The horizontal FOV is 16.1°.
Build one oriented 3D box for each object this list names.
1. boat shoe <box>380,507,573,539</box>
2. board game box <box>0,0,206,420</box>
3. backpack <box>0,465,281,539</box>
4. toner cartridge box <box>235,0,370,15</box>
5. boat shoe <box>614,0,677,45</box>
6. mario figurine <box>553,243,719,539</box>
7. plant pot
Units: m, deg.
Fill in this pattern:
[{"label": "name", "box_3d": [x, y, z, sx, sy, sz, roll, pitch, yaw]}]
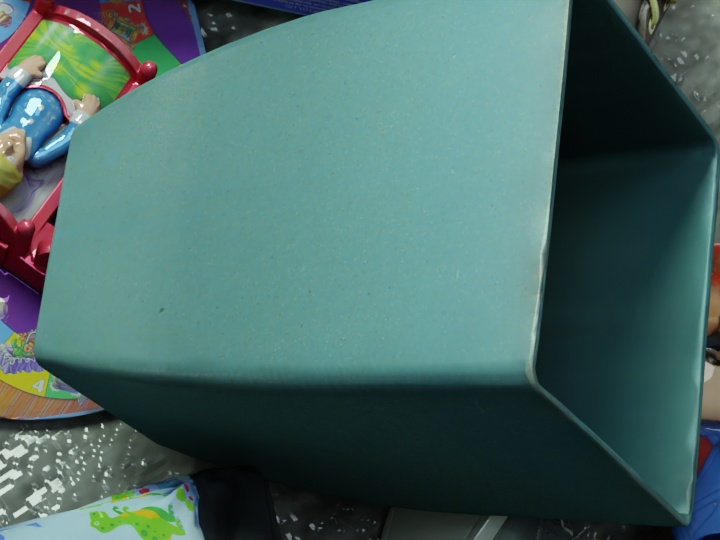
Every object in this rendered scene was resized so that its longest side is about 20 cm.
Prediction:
[{"label": "boat shoe", "box_3d": [0.046, 0.120, 0.915, 0.062, 0.073, 0.201, 36, 52, -24]}, {"label": "board game box", "box_3d": [-0.120, -0.047, 0.943, 0.157, 0.039, 0.201, -8, 72, -19]}, {"label": "backpack", "box_3d": [-0.112, 0.151, 0.824, 0.198, 0.154, 0.164, -11, 71, -6]}, {"label": "toner cartridge box", "box_3d": [-0.040, -0.155, 0.997, 0.199, 0.043, 0.096, 10, 65, -20]}, {"label": "boat shoe", "box_3d": [0.090, -0.116, 0.981, 0.072, 0.059, 0.201, 53, 32, -28]}, {"label": "mario figurine", "box_3d": [0.141, 0.065, 0.916, 0.105, 0.123, 0.201, -25, 62, 9]}, {"label": "plant pot", "box_3d": [0.000, 0.000, 0.854, 0.199, 0.141, 0.142, -4, 66, 26]}]
